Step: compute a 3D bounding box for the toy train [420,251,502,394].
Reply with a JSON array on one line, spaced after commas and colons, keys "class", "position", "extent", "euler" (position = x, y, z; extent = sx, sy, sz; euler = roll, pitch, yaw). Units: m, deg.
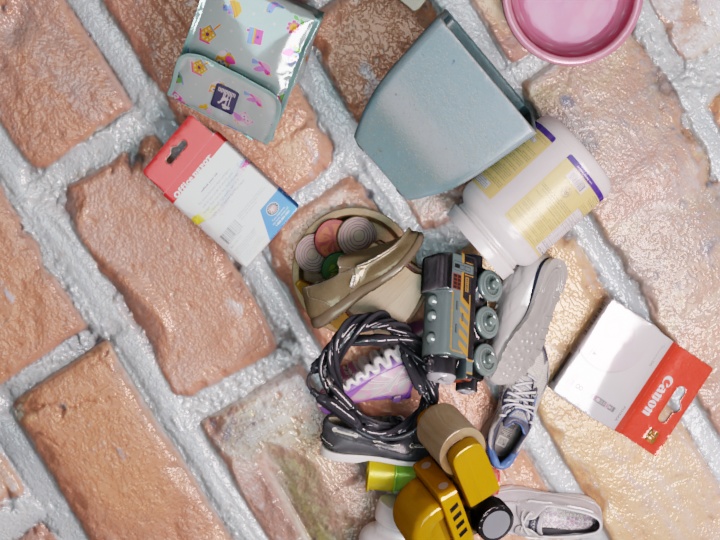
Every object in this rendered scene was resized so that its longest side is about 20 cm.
[{"class": "toy train", "position": [0.134, 0.069, 1.639], "extent": [0.113, 0.085, 0.203], "euler": [16, 71, -37]}]

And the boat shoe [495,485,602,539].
[{"class": "boat shoe", "position": [0.261, 0.367, 1.737], "extent": [0.197, 0.069, 0.073], "euler": [8, 98, 1]}]

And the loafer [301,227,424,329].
[{"class": "loafer", "position": [0.000, 0.000, 1.618], "extent": [0.199, 0.076, 0.068], "euler": [-38, 92, 0]}]

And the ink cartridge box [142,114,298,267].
[{"class": "ink cartridge box", "position": [-0.197, -0.115, 1.667], "extent": [0.200, 0.067, 0.116], "euler": [42, 95, -6]}]

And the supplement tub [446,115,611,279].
[{"class": "supplement tub", "position": [0.233, -0.100, 1.634], "extent": [0.200, 0.145, 0.146], "euler": [-42, 96, 5]}]

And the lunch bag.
[{"class": "lunch bag", "position": [-0.161, -0.293, 1.618], "extent": [0.168, 0.122, 0.202], "euler": [24, 105, -6]}]

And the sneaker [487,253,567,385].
[{"class": "sneaker", "position": [0.224, 0.067, 1.683], "extent": [0.076, 0.080, 0.202], "euler": [31, 83, -48]}]

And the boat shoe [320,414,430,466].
[{"class": "boat shoe", "position": [0.040, 0.241, 1.706], "extent": [0.197, 0.076, 0.061], "euler": [0, 112, -11]}]

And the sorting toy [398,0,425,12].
[{"class": "sorting toy", "position": [0.058, -0.496, 1.615], "extent": [0.198, 0.070, 0.201], "euler": [37, 96, -5]}]

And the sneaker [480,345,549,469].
[{"class": "sneaker", "position": [0.231, 0.199, 1.707], "extent": [0.076, 0.085, 0.203], "euler": [15, 97, -3]}]

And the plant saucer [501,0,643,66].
[{"class": "plant saucer", "position": [0.293, -0.388, 1.642], "extent": [0.197, 0.051, 0.204], "euler": [0, 97, 0]}]

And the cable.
[{"class": "cable", "position": [0.031, 0.152, 1.646], "extent": [0.199, 0.051, 0.164], "euler": [36, 84, -15]}]

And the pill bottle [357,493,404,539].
[{"class": "pill bottle", "position": [0.041, 0.439, 1.725], "extent": [0.109, 0.111, 0.203], "euler": [14, 98, -2]}]

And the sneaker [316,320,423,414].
[{"class": "sneaker", "position": [0.031, 0.161, 1.707], "extent": [0.199, 0.081, 0.089], "euler": [-31, 105, 3]}]

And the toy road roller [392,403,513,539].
[{"class": "toy road roller", "position": [0.110, 0.300, 1.613], "extent": [0.145, 0.123, 0.202], "euler": [-27, 118, -12]}]

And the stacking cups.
[{"class": "stacking cups", "position": [0.107, 0.304, 1.738], "extent": [0.197, 0.061, 0.062], "euler": [4, 98, -5]}]

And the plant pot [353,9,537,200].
[{"class": "plant pot", "position": [0.102, -0.210, 1.603], "extent": [0.199, 0.196, 0.197], "euler": [-40, 97, 16]}]

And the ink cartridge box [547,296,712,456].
[{"class": "ink cartridge box", "position": [0.400, 0.158, 1.720], "extent": [0.199, 0.057, 0.164], "euler": [33, 95, 0]}]

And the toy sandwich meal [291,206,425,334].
[{"class": "toy sandwich meal", "position": [-0.003, 0.010, 1.685], "extent": [0.202, 0.070, 0.209], "euler": [0, 98, -1]}]
